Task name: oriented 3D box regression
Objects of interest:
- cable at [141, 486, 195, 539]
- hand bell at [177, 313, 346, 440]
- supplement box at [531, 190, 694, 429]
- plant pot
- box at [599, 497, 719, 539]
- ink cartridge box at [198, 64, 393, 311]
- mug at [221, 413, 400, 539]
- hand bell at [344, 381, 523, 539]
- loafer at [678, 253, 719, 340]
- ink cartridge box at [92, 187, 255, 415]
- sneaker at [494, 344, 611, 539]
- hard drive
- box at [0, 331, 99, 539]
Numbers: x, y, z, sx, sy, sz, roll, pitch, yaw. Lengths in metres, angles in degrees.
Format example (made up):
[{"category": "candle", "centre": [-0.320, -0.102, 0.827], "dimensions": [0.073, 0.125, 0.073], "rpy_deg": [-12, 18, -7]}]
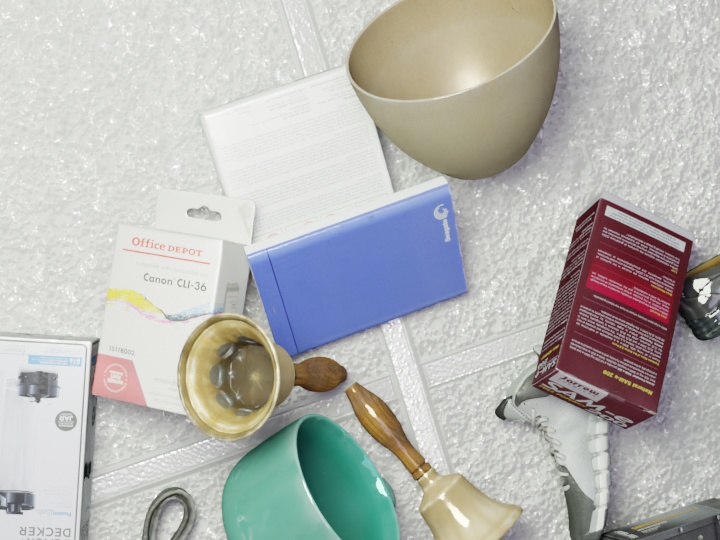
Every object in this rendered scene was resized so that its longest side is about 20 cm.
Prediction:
[{"category": "cable", "centre": [-0.215, 0.306, 1.086], "dimensions": [0.097, 0.050, 0.200], "rpy_deg": [43, 87, -6]}, {"category": "hand bell", "centre": [-0.065, 0.095, 1.038], "dimensions": [0.103, 0.199, 0.106], "rpy_deg": [-2, 85, 29]}, {"category": "supplement box", "centre": [0.246, 0.037, 1.102], "dimensions": [0.108, 0.061, 0.202], "rpy_deg": [24, 63, -7]}, {"category": "plant pot", "centre": [0.099, -0.166, 1.070], "dimensions": [0.199, 0.201, 0.135], "rpy_deg": [-29, 129, -6]}, {"category": "box", "centre": [0.323, 0.344, 1.131], "dimensions": [0.157, 0.048, 0.203], "rpy_deg": [-10, 92, -29]}, {"category": "ink cartridge box", "centre": [-0.052, -0.081, 1.113], "dimensions": [0.159, 0.050, 0.202], "rpy_deg": [-18, 103, -7]}, {"category": "mug", "centre": [-0.044, 0.233, 1.041], "dimensions": [0.114, 0.153, 0.185], "rpy_deg": [-34, 125, 18]}, {"category": "hand bell", "centre": [0.056, 0.189, 1.114], "dimensions": [0.104, 0.104, 0.200], "rpy_deg": [-39, 83, -5]}, {"category": "loafer", "centre": [0.398, -0.019, 1.153], "dimensions": [0.200, 0.073, 0.072], "rpy_deg": [-41, 91, -6]}, {"category": "ink cartridge box", "centre": [-0.171, 0.025, 1.060], "dimensions": [0.115, 0.067, 0.203], "rpy_deg": [8, 89, 20]}, {"category": "sneaker", "centre": [0.188, 0.169, 1.132], "dimensions": [0.114, 0.075, 0.203], "rpy_deg": [5, 80, -2]}, {"category": "hard drive", "centre": [0.000, 0.000, 1.090], "dimensions": [0.198, 0.025, 0.133], "rpy_deg": [-20, 129, -7]}, {"category": "box", "centre": [-0.309, 0.161, 1.069], "dimensions": [0.115, 0.060, 0.203], "rpy_deg": [5, 90, -7]}]
